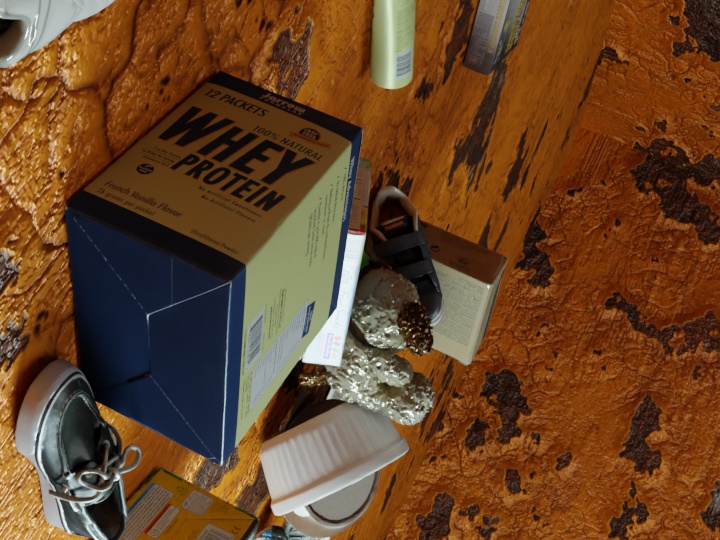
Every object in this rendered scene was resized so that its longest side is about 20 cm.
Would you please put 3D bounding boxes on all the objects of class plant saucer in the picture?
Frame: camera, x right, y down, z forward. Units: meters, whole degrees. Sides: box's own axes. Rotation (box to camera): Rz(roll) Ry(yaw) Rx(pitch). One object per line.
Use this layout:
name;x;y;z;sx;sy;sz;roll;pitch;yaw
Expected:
plant saucer;-0.038;0.292;1.488;0.198;0.034;0.204;-1;91;-40

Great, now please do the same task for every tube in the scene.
tube;0.036;-0.291;1.089;0.202;0.051;0.059;91;-16;-48

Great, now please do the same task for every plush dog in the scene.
plush dog;0.014;0.077;1.287;0.159;0.200;0.173;7;121;-38

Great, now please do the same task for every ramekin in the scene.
ramekin;-0.043;0.238;1.349;0.200;0.095;0.202;-26;174;-3

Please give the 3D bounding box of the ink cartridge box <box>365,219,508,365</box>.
ink cartridge box;0.100;0.022;1.493;0.075;0.198;0.166;-51;160;-44

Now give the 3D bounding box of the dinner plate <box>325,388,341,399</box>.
dinner plate;-0.027;0.217;1.691;0.201;0.024;0.202;90;26;-56

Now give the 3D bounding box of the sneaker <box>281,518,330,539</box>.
sneaker;-0.074;0.351;1.551;0.099;0.077;0.204;-30;126;-83

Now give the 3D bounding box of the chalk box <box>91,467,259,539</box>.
chalk box;-0.194;0.328;1.018;0.125;0.122;0.202;-48;158;-55

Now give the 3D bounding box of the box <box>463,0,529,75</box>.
box;0.230;-0.429;1.595;0.159;0.048;0.202;-50;158;-53

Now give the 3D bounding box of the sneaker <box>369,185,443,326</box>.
sneaker;0.056;-0.021;1.372;0.080;0.077;0.202;75;-4;-64

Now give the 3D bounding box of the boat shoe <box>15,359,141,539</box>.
boat shoe;-0.211;0.148;0.777;0.074;0.067;0.201;-53;160;-45

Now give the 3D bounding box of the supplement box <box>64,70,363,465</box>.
supplement box;-0.108;-0.005;0.789;0.200;0.133;0.202;-53;161;-44

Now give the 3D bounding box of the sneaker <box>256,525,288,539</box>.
sneaker;-0.154;0.464;1.530;0.087;0.074;0.203;-83;-167;-74

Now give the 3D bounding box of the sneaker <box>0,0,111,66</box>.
sneaker;-0.163;-0.160;0.435;0.100;0.077;0.201;-57;163;-23

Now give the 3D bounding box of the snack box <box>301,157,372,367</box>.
snack box;-0.027;-0.012;1.171;0.143;0.052;0.202;-84;-176;-51

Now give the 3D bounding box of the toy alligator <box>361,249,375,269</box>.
toy alligator;0.000;0.000;1.380;0.060;0.054;0.201;-59;164;-30
